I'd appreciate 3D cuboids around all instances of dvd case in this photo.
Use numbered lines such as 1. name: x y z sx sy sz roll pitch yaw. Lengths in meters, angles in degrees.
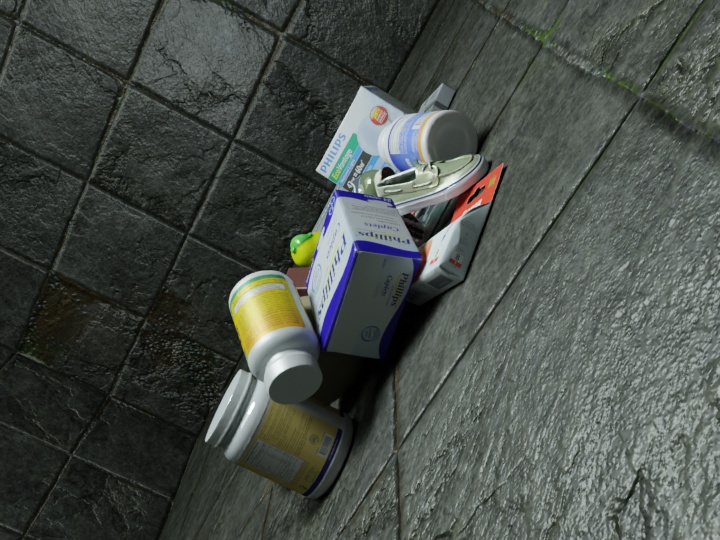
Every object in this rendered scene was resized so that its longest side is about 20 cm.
1. dvd case: 0.125 -0.120 1.430 0.147 0.022 0.200 -62 9 8

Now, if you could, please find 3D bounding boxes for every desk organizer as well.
1. desk organizer: -0.091 0.089 1.519 0.072 0.076 0.201 -73 -24 -49

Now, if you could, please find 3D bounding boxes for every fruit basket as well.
1. fruit basket: -0.054 -0.025 1.589 0.216 0.215 0.156 -60 10 16

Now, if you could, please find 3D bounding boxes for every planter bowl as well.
1. planter bowl: -0.060 0.124 1.327 0.134 0.201 0.200 -31 19 14

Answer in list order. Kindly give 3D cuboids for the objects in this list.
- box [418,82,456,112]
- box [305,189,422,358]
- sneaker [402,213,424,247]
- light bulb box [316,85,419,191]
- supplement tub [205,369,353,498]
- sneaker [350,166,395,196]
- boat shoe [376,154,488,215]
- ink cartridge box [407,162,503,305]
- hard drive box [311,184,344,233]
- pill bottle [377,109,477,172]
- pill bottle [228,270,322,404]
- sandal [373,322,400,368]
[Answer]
1. box: 0.147 -0.329 1.823 0.201 0.041 0.156 -64 9 -13
2. box: -0.003 0.002 1.192 0.200 0.104 0.185 -111 35 -57
3. sneaker: 0.059 -0.023 1.301 0.081 0.075 0.201 -52 20 45
4. light bulb box: 0.050 -0.240 1.556 0.199 0.199 0.125 -60 -5 18
5. supplement tub: -0.127 0.254 1.204 0.146 0.199 0.146 -60 10 17
6. sneaker: 0.029 -0.083 1.388 0.089 0.067 0.202 -3 97 39
7. boat shoe: 0.111 -0.145 1.242 0.199 0.062 0.072 -22 28 33
8. ink cartridge box: 0.132 -0.059 1.140 0.201 0.050 0.162 -70 12 -21
9. hard drive box: -0.008 -0.109 1.706 0.201 0.155 0.077 -60 8 9
10. pill bottle: 0.111 -0.226 1.371 0.113 0.112 0.200 -63 26 -6
11. pill bottle: -0.127 0.103 1.175 0.113 0.112 0.200 -58 40 27
12. sandal: 0.030 0.093 1.269 0.076 0.048 0.201 -61 10 12
